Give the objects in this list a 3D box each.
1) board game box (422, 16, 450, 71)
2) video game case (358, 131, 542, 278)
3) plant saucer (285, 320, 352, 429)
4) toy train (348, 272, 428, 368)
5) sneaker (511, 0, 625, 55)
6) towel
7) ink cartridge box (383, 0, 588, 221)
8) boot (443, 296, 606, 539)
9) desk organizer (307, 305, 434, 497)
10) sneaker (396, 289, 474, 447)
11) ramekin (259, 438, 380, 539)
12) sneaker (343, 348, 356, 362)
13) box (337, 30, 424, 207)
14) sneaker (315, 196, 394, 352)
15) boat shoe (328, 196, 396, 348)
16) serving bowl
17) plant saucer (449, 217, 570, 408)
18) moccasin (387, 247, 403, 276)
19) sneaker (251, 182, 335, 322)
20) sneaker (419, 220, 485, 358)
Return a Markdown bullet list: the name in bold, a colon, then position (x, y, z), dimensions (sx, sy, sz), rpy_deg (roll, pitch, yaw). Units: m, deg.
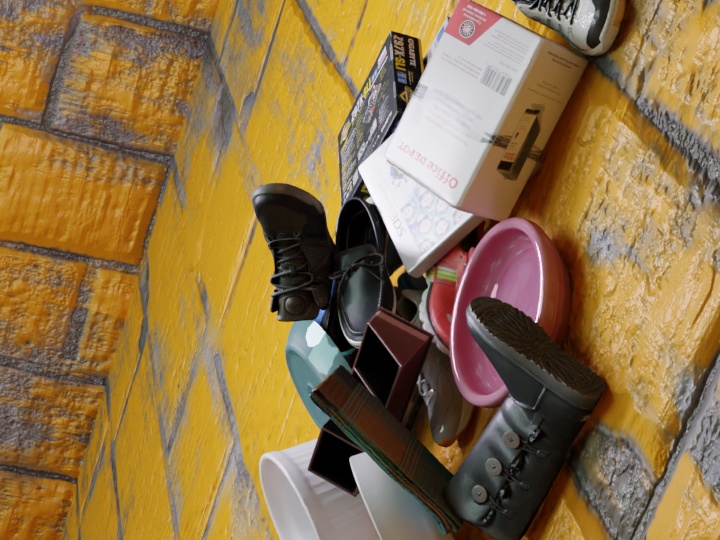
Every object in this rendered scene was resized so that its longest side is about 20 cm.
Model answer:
- **board game box**: position (0.102, -0.178, 1.863), dimensions (0.196, 0.056, 0.200), rpy_deg (121, 154, -45)
- **video game case**: position (0.098, -0.119, 1.703), dimensions (0.200, 0.024, 0.182), rpy_deg (-43, 48, 22)
- **plant saucer**: position (-0.042, 0.150, 1.829), dimensions (0.200, 0.036, 0.200), rpy_deg (52, 161, 27)
- **toy train**: position (0.051, 0.099, 1.821), dimensions (0.116, 0.085, 0.200), rpy_deg (-46, 36, 30)
- **sneaker**: position (0.207, -0.279, 1.563), dimensions (0.200, 0.088, 0.076), rpy_deg (-132, 58, -66)
- **towel**: position (0.033, 0.182, 1.524), dimensions (0.022, 0.200, 0.147), rpy_deg (-46, -3, 10)
- **ink cartridge box**: position (0.133, -0.173, 1.604), dimensions (0.147, 0.083, 0.200), rpy_deg (40, 108, 45)
- **boot**: position (0.133, 0.149, 1.446), dimensions (0.165, 0.066, 0.200), rpy_deg (42, 127, 30)
- **desk organizer**: position (0.009, 0.149, 1.653), dimensions (0.077, 0.072, 0.200), rpy_deg (-42, -25, -53)
- **sneaker**: position (0.075, 0.109, 1.696), dimensions (0.076, 0.092, 0.200), rpy_deg (125, 151, -48)
- **ramekin**: position (-0.036, 0.295, 1.783), dimensions (0.200, 0.098, 0.201), rpy_deg (53, 156, 36)
- **sneaker**: position (-0.010, 0.124, 1.968), dimensions (0.200, 0.084, 0.121), rpy_deg (149, 122, -67)
- **box**: position (0.026, -0.184, 1.924), dimensions (0.160, 0.049, 0.200), rpy_deg (-92, 22, -43)
- **sneaker**: position (0.007, 0.008, 1.808), dimensions (0.200, 0.077, 0.111), rpy_deg (-57, 31, 7)
- **boat shoe**: position (0.000, 0.000, 1.723), dimensions (0.075, 0.062, 0.200), rpy_deg (-14, 54, 21)
- **serving bowl**: position (0.059, 0.275, 1.573), dimensions (0.200, 0.066, 0.200), rpy_deg (64, -179, -3)
- **plant saucer**: position (0.159, 0.046, 1.540), dimensions (0.201, 0.051, 0.201), rpy_deg (-168, 90, -68)
- **moccasin**: position (-0.004, 0.028, 1.953), dimensions (0.200, 0.068, 0.080), rpy_deg (-42, 41, 26)
- **sneaker**: position (-0.075, -0.014, 1.707), dimensions (0.199, 0.076, 0.114), rpy_deg (68, -159, -55)
- **sneaker**: position (0.116, 0.013, 1.673), dimensions (0.085, 0.077, 0.200), rpy_deg (-46, 38, 43)
